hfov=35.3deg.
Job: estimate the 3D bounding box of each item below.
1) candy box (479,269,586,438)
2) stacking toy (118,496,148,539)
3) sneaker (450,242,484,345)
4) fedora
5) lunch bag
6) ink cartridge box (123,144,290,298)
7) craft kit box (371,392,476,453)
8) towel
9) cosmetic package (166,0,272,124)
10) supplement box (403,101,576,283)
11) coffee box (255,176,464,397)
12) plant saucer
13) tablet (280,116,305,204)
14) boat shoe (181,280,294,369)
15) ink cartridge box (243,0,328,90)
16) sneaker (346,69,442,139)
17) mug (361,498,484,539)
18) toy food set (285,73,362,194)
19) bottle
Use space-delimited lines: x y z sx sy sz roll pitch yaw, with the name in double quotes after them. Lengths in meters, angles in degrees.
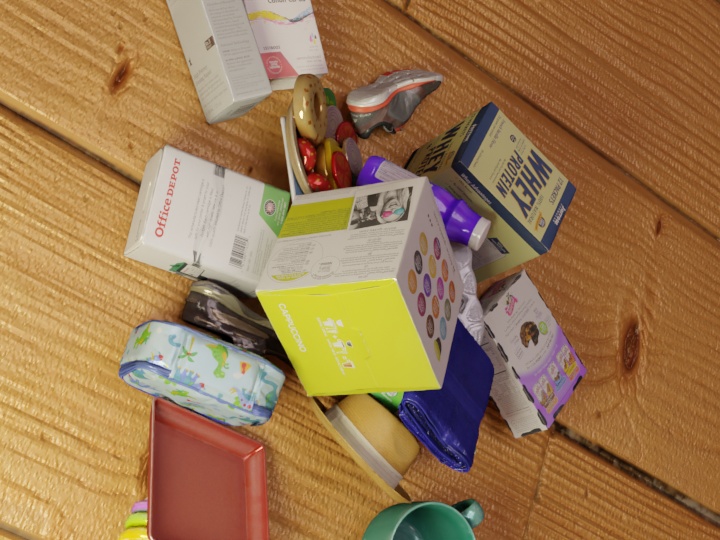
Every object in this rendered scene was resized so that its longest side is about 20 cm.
0.250 0.128 1.771 0.201 0.071 0.168 58 42 -8 "candy box"
-0.260 0.328 1.431 0.115 0.109 0.203 29 54 -33 "stacking toy"
0.128 0.043 1.696 0.074 0.114 0.203 -6 92 -18 "sneaker"
0.019 0.227 1.557 0.082 0.201 0.201 -43 103 -2 "fedora"
-0.207 0.137 1.464 0.198 0.160 0.084 25 72 -22 "lunch bag"
-0.209 -0.064 1.551 0.198 0.084 0.148 21 68 -26 "ink cartridge box"
0.089 0.150 1.639 0.200 0.048 0.199 42 26 -23 "craft kit box"
0.118 0.163 1.565 0.148 0.049 0.201 51 38 -23 "towel"
-0.203 -0.324 1.607 0.073 0.101 0.203 -19 88 -34 "cosmetic package"
0.180 -0.109 1.722 0.200 0.199 0.135 42 54 -16 "supplement box"
0.007 0.026 1.493 0.199 0.197 0.201 -71 147 -44 "coffee box"
-0.200 0.285 1.448 0.199 0.037 0.202 32 38 -39 "plant saucer"
-0.073 -0.114 1.635 0.130 0.013 0.203 15 64 -66 "tablet"
-0.162 0.091 1.561 0.199 0.074 0.074 34 76 -14 "boat shoe"
-0.133 -0.375 1.680 0.115 0.067 0.203 -12 85 -33 "ink cartridge box"
0.053 -0.261 1.780 0.199 0.077 0.083 -27 123 -37 "sneaker"
0.087 0.406 1.605 0.183 0.114 0.155 5 76 -31 "mug"
-0.049 -0.177 1.647 0.197 0.048 0.203 21 58 -64 "toy food set"
0.090 -0.094 1.623 0.198 0.084 0.066 28 79 14 "bottle"
